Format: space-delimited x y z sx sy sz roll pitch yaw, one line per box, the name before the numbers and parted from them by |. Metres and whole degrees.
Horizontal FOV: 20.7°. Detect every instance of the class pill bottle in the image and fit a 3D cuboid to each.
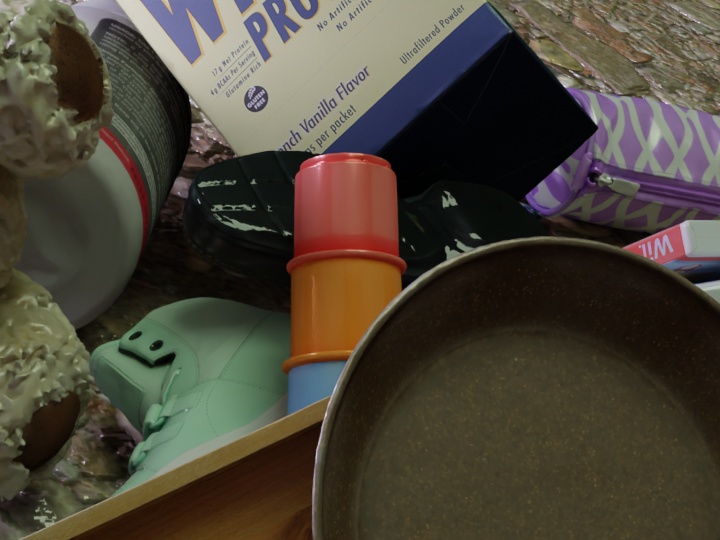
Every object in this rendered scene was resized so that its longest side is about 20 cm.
pill bottle | -0.141 -0.060 0.940 0.110 0.111 0.200 20 27 -3

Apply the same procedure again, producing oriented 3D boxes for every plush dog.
plush dog | -0.202 -0.014 0.742 0.160 0.202 0.171 20 21 37

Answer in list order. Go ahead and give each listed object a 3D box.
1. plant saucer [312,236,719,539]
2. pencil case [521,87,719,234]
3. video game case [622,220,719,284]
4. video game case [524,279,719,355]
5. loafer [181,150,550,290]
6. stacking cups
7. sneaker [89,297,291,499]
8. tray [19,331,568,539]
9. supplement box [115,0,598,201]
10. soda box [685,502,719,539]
plant saucer | 0.070 0.090 0.675 0.198 0.037 0.203 7 72 -22
pencil case | 0.196 -0.058 1.214 0.198 0.085 0.085 8 12 -25
video game case | 0.138 0.012 0.956 0.142 0.199 0.018 -1 74 -37
video game case | 0.128 0.021 0.832 0.198 0.023 0.182 -8 -4 -15
loafer | 0.000 0.000 0.861 0.199 0.072 0.073 11 37 -39
stacking cups | -0.001 0.056 0.741 0.060 0.202 0.061 1 -12 0
sneaker | -0.079 0.077 0.793 0.117 0.074 0.200 12 32 31
tray | -0.027 0.106 0.669 0.199 0.037 0.099 -23 84 -28
supplement box | -0.009 -0.119 0.990 0.200 0.134 0.200 51 8 19
soda box | 0.137 0.127 0.752 0.200 0.068 0.064 49 28 23
